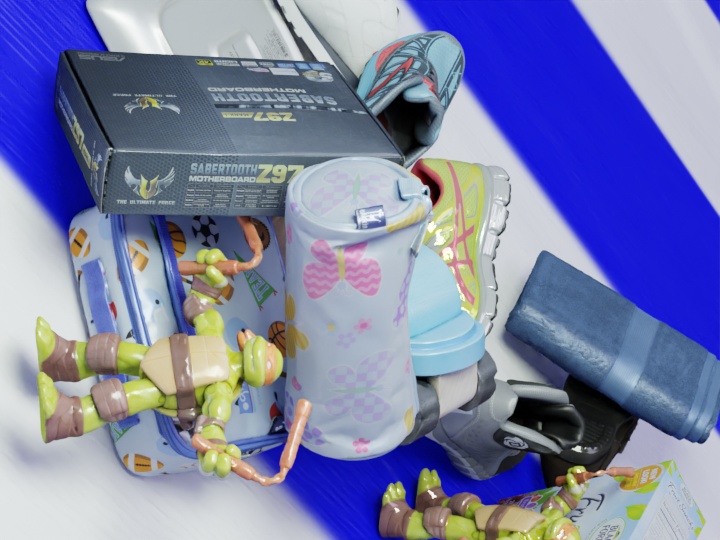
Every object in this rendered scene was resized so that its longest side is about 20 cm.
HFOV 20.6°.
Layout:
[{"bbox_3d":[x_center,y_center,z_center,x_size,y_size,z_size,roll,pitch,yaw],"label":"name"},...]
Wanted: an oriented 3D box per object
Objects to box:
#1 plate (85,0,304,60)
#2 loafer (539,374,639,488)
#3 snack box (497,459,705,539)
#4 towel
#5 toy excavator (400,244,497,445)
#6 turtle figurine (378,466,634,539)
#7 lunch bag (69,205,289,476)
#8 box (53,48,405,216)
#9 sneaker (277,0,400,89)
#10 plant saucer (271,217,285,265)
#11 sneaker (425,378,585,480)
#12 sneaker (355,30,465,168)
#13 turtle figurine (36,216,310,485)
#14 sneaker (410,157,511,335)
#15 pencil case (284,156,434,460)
[{"bbox_3d":[-0.096,-0.147,1.483,0.200,0.032,0.200,62,36,-10],"label":"plate"},{"bbox_3d":[0.192,0.139,1.705,0.073,0.071,0.200,26,23,16],"label":"loafer"},{"bbox_3d":[0.151,0.236,1.504,0.068,0.168,0.200,60,37,-16],"label":"snack box"},{"bbox_3d":[0.219,0.070,1.700,0.200,0.049,0.112,33,35,0],"label":"towel"},{"bbox_3d":[0.000,0.000,1.403,0.100,0.194,0.200,-21,118,-49],"label":"toy excavator"},{"bbox_3d":[0.107,0.187,1.475,0.200,0.161,0.065,-31,122,-48],"label":"turtle figurine"},{"bbox_3d":[-0.114,0.041,1.334,0.160,0.075,0.200,-4,76,-51],"label":"lunch bag"},{"bbox_3d":[-0.089,-0.091,1.307,0.200,0.051,0.158,0,30,-20],"label":"box"},{"bbox_3d":[-0.023,-0.218,1.554,0.200,0.080,0.076,51,11,-32],"label":"sneaker"},{"bbox_3d":[-0.019,0.021,1.489,0.200,0.037,0.201,21,60,-41],"label":"plant saucer"},{"bbox_3d":[0.125,0.126,1.536,0.200,0.115,0.075,32,68,-62],"label":"sneaker"},{"bbox_3d":[0.037,-0.115,1.495,0.079,0.095,0.200,56,50,-22],"label":"sneaker"},{"bbox_3d":[-0.118,0.055,1.230,0.064,0.161,0.200,96,-12,-56],"label":"turtle figurine"},{"bbox_3d":[0.060,-0.003,1.596,0.090,0.078,0.200,19,60,-20],"label":"sneaker"},{"bbox_3d":[-0.004,0.025,1.268,0.091,0.200,0.083,-10,37,-18],"label":"pencil case"}]
